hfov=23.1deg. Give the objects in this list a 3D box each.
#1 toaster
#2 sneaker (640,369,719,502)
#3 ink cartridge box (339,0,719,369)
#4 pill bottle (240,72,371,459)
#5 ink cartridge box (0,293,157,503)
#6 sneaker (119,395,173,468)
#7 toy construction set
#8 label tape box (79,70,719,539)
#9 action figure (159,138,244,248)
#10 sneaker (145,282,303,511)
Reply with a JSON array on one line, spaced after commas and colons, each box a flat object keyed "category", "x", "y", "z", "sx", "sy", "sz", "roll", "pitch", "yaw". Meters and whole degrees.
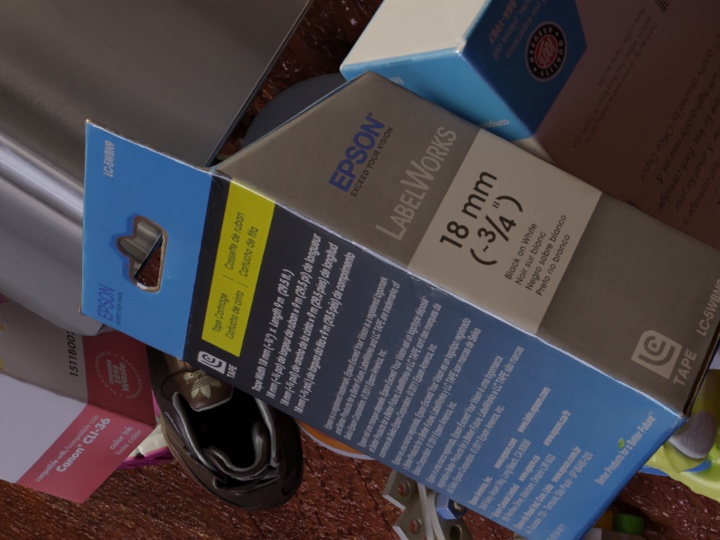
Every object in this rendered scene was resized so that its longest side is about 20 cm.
[{"category": "toaster", "x": -0.099, "y": -0.090, "z": 0.704, "sx": 0.118, "sy": 0.182, "sz": 0.200, "roll": 32, "pitch": 159, "yaw": -7}, {"category": "sneaker", "x": 0.118, "y": 0.049, "z": 0.828, "sx": 0.200, "sy": 0.076, "sz": 0.105, "roll": 45, "pitch": 155, "yaw": -28}, {"category": "ink cartridge box", "x": 0.098, "y": -0.046, "z": 0.616, "sx": 0.066, "sy": 0.116, "sz": 0.200, "roll": -3, "pitch": 138, "yaw": 52}, {"category": "pill bottle", "x": 0.000, "y": 0.000, "z": 0.837, "sx": 0.111, "sy": 0.113, "sz": 0.201, "roll": 24, "pitch": 155, "yaw": 20}, {"category": "ink cartridge box", "x": -0.194, "y": 0.016, "z": 0.790, "sx": 0.199, "sy": 0.117, "sz": 0.067, "roll": 24, "pitch": 126, "yaw": -35}, {"category": "sneaker", "x": -0.099, "y": 0.052, "z": 1.009, "sx": 0.081, "sy": 0.198, "sz": 0.089, "roll": 90, "pitch": 155, "yaw": -81}, {"category": "toy construction set", "x": 0.099, "y": 0.177, "z": 1.083, "sx": 0.130, "sy": 0.093, "sz": 0.199, "roll": 18, "pitch": 176, "yaw": -35}, {"category": "label tape box", "x": 0.009, "y": 0.006, "z": 0.588, "sx": 0.199, "sy": 0.064, "sz": 0.145, "roll": 27, "pitch": 152, "yaw": 3}, {"category": "action figure", "x": -0.132, "y": -0.041, "z": 0.927, "sx": 0.198, "sy": 0.119, "sz": 0.102, "roll": 14, "pitch": 146, "yaw": 26}, {"category": "sneaker", "x": -0.070, "y": 0.087, "z": 0.910, "sx": 0.201, "sy": 0.070, "sz": 0.076, "roll": 67, "pitch": -179, "yaw": -52}]
